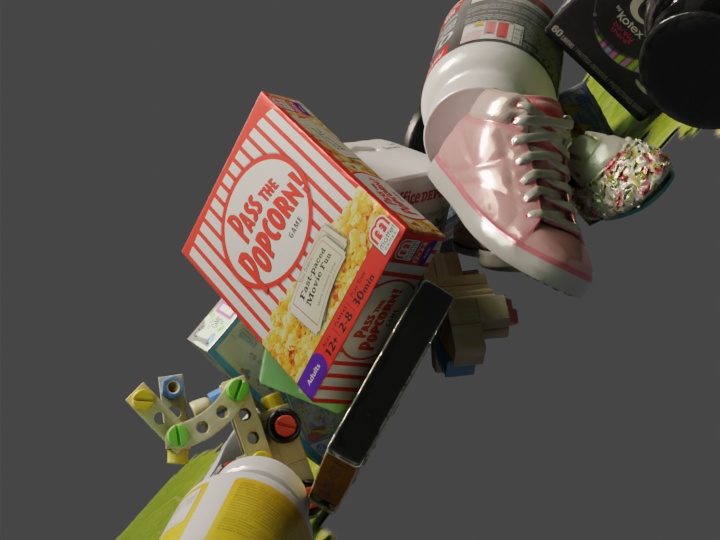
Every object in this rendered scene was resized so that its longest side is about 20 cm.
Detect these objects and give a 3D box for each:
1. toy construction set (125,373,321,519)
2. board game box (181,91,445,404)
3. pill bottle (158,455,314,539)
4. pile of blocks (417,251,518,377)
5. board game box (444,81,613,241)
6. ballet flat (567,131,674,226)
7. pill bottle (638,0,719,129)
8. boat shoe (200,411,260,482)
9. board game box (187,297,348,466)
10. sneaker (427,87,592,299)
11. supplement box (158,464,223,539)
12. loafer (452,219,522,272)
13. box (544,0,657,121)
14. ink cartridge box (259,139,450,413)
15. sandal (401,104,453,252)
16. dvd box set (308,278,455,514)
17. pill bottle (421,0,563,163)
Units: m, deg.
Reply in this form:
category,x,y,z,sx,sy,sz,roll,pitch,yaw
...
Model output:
category,x,y,z,sx,sy,sz,roll,pitch,yaw
toy construction set,-0.106,0.172,1.197,0.130,0.201,0.092,-18,9,-13
board game box,-0.042,-0.020,1.092,0.046,0.200,0.152,8,-63,-45
pill bottle,-0.095,0.218,1.053,0.112,0.112,0.200,-47,6,22
pile of blocks,0.088,0.042,1.134,0.200,0.062,0.083,-111,17,-74
board game box,0.130,-0.095,1.354,0.199,0.062,0.200,-23,-10,-44
ballet flat,0.178,-0.075,1.105,0.076,0.064,0.200,-48,6,-4
pill bottle,0.257,-0.183,0.971,0.112,0.112,0.200,-43,8,46
boat shoe,-0.120,0.198,1.553,0.200,0.073,0.065,-46,11,22
board game box,-0.052,0.073,1.311,0.135,0.200,0.034,-50,42,-13
sneaker,0.123,-0.068,1.043,0.105,0.075,0.200,-57,35,16
supplement box,-0.134,0.249,1.397,0.109,0.061,0.200,-50,7,-15
loafer,0.119,-0.039,1.201,0.200,0.071,0.063,-122,33,-82
box,0.269,-0.243,1.197,0.200,0.122,0.106,-45,7,42
ink cartridge box,0.000,0.000,1.211,0.145,0.083,0.202,-17,-58,-61
sandal,0.060,-0.076,1.470,0.075,0.048,0.202,-32,-51,-41
dvd box set,0.012,0.102,1.087,0.147,0.029,0.200,-59,-4,-20
pill bottle,0.113,-0.155,1.225,0.116,0.116,0.200,-46,14,30
